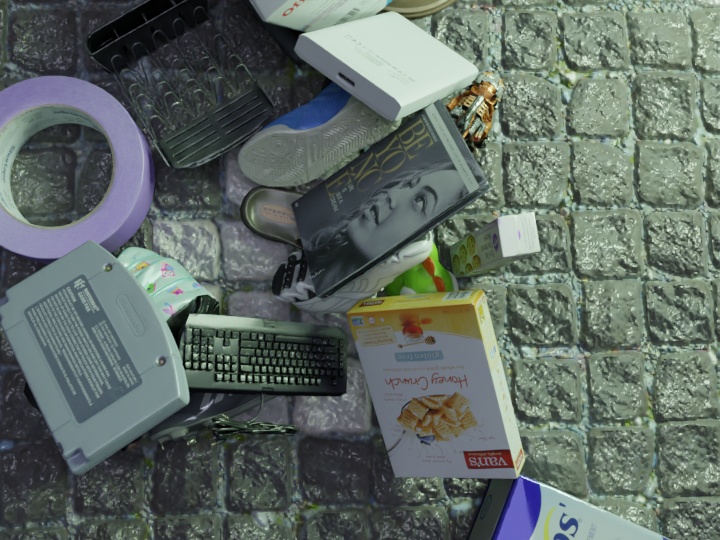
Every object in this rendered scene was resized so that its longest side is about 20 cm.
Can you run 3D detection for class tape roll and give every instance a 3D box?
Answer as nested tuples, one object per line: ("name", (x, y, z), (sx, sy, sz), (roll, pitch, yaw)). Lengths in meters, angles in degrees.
("tape roll", (-0.333, -0.108, 0.914), (0.198, 0.066, 0.202), (1, 83, -4))

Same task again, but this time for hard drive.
("hard drive", (0.035, -0.227, 0.893), (0.132, 0.200, 0.026), (37, 125, 12))

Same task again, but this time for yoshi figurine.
("yoshi figurine", (0.080, 0.059, 0.920), (0.111, 0.112, 0.202), (-11, 100, 35))

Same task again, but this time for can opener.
("can opener", (-0.119, -0.333, 0.954), (0.053, 0.067, 0.200), (-39, 87, -7))

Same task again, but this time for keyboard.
("keyboard", (-0.097, 0.114, 0.845), (0.199, 0.021, 0.128), (7, 83, -35))

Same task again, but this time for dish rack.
("dish rack", (-0.197, -0.215, 0.922), (0.153, 0.055, 0.201), (-33, 70, -6))

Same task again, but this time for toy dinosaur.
("toy dinosaur", (0.086, -0.129, 0.903), (0.199, 0.136, 0.102), (-35, 84, -15))

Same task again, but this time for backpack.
("backpack", (-0.242, 0.078, 0.855), (0.126, 0.167, 0.200), (38, 76, 7))

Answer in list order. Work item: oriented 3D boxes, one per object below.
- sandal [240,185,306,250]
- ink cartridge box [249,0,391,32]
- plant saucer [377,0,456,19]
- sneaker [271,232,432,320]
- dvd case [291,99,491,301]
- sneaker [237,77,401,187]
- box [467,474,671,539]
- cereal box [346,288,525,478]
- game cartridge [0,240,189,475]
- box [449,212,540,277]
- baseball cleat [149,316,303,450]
("sandal", (-0.038, -0.058, 0.931), (0.198, 0.055, 0.082), (14, 82, -2))
("ink cartridge box", (-0.042, -0.353, 0.872), (0.146, 0.200, 0.147), (-34, 85, 23))
("plant saucer", (0.052, -0.404, 0.994), (0.198, 0.029, 0.202), (1, 83, -5))
("sneaker", (0.000, 0.000, 0.877), (0.081, 0.199, 0.076), (44, 43, -32))
("dvd case", (0.023, -0.075, 0.837), (0.199, 0.016, 0.149), (-33, 43, 13))
("sneaker", (-0.043, -0.168, 0.938), (0.199, 0.112, 0.077), (-23, 119, 19))
("box", (0.210, 0.334, 0.874), (0.199, 0.105, 0.185), (23, 82, 0))
("cereal box", (0.078, 0.121, 0.847), (0.143, 0.040, 0.201), (-7, 110, 29))
("game cartridge", (-0.246, 0.071, 0.765), (0.133, 0.041, 0.200), (-34, 64, -6))
("box", (0.136, -0.023, 0.865), (0.038, 0.200, 0.042), (-9, 86, -8))
("baseball cleat", (-0.145, 0.115, 0.904), (0.199, 0.070, 0.107), (-20, 79, -16))
